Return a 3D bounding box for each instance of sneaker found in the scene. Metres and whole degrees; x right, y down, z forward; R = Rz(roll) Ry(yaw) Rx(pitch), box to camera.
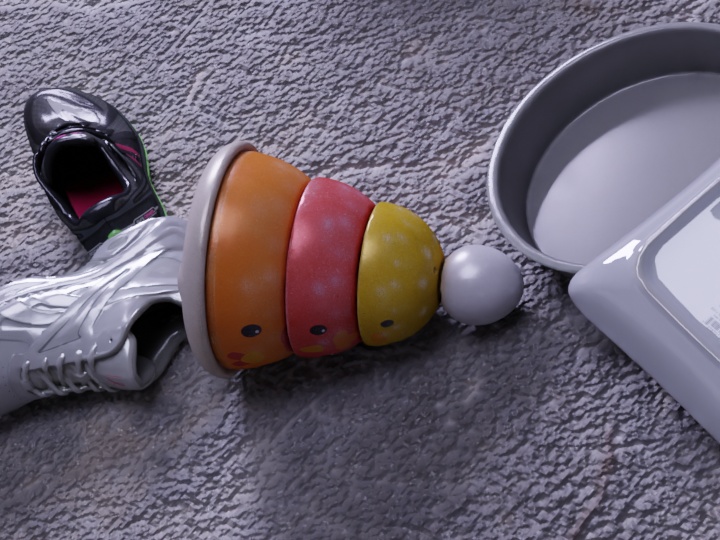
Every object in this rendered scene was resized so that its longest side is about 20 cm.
[{"bbox_3d":[-0.177,0.047,1.532,0.200,0.078,0.099,-32,46,2],"label":"sneaker"},{"bbox_3d":[-0.186,-0.076,1.639,0.077,0.084,0.200,-35,43,-3],"label":"sneaker"}]

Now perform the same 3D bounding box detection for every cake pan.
[{"bbox_3d":[0.175,-0.066,1.454,0.200,0.037,0.201,-16,45,17],"label":"cake pan"}]

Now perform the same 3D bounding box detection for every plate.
[{"bbox_3d":[0.245,0.002,1.324,0.200,0.032,0.200,-40,58,-7],"label":"plate"}]

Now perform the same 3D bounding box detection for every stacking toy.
[{"bbox_3d":[0.000,0.000,1.451,0.199,0.146,0.146,5,53,15],"label":"stacking toy"}]
